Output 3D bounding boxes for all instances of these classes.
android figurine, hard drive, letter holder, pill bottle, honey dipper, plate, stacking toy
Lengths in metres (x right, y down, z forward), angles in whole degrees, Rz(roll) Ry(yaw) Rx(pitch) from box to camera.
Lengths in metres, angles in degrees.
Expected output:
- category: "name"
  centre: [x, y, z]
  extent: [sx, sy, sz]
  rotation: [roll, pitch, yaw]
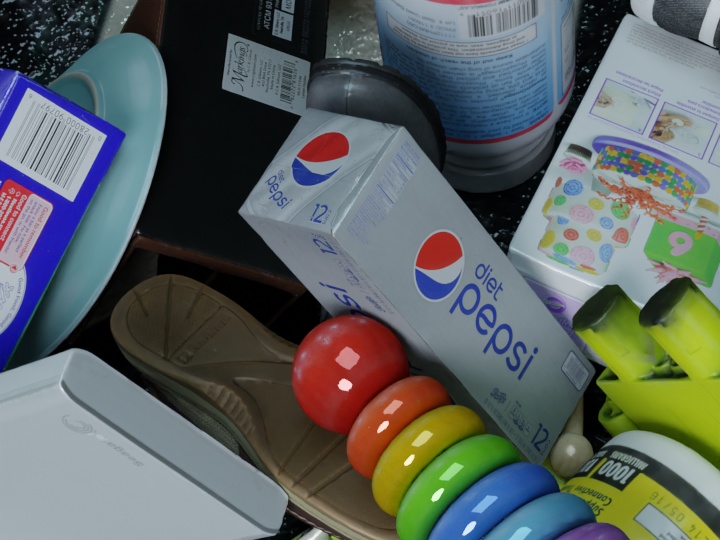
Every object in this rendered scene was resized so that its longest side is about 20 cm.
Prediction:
- category: "android figurine"
  centre: [0.188, 0.085, 0.916]
  extent: [0.200, 0.182, 0.041]
  rotation: [48, 70, -16]
- category: "hard drive"
  centre: [-0.146, 0.098, 0.916]
  extent: [0.199, 0.132, 0.026]
  rotation: [-18, 43, 45]
- category: "letter holder"
  centre: [-0.095, -0.056, 1.101]
  extent: [0.100, 0.142, 0.201]
  rotation: [17, 55, -20]
- category: "pill bottle"
  centre: [0.063, -0.133, 1.059]
  extent: [0.108, 0.200, 0.109]
  rotation: [-3, 56, 5]
- category: "pill bottle"
  centre: [0.096, 0.178, 0.902]
  extent: [0.112, 0.113, 0.200]
  rotation: [38, 68, 27]
- category: "honey dipper"
  centre: [0.111, 0.025, 1.025]
  extent: [0.038, 0.038, 0.201]
  rotation: [0, 46, 8]
- category: "plate"
  centre: [-0.170, -0.041, 1.054]
  extent: [0.025, 0.200, 0.201]
  rotation: [25, 51, -30]
- category: "stacking toy"
  centre: [0.042, 0.092, 0.844]
  extent: [0.085, 0.086, 0.200]
  rotation: [-34, 61, -15]

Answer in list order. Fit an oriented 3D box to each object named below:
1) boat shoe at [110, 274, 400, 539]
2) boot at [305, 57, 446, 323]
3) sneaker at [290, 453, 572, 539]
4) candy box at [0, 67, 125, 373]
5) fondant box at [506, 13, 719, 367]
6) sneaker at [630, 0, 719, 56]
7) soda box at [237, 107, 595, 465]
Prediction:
- category: "boat shoe"
  centre: [-0.040, 0.080, 0.939]
  extent: [0.199, 0.072, 0.072]
  rotation: [32, 57, 25]
- category: "boot"
  centre: [0.000, 0.000, 0.981]
  extent: [0.069, 0.201, 0.132]
  rotation: [6, 54, 16]
- category: "sneaker"
  centre: [0.027, 0.142, 0.956]
  extent: [0.199, 0.077, 0.076]
  rotation: [-28, 56, -14]
- category: "candy box"
  centre: [-0.231, -0.026, 1.023]
  extent: [0.200, 0.077, 0.170]
  rotation: [18, 79, 53]
- category: "fondant box"
  centre: [0.171, -0.032, 1.028]
  extent: [0.144, 0.058, 0.200]
  rotation: [24, 50, 8]
- category: "sneaker"
  centre: [0.242, -0.148, 1.091]
  extent: [0.112, 0.073, 0.200]
  rotation: [34, 33, 24]
- category: "soda box"
  centre: [0.031, 0.012, 0.922]
  extent: [0.068, 0.200, 0.064]
  rotation: [14, 64, 45]
